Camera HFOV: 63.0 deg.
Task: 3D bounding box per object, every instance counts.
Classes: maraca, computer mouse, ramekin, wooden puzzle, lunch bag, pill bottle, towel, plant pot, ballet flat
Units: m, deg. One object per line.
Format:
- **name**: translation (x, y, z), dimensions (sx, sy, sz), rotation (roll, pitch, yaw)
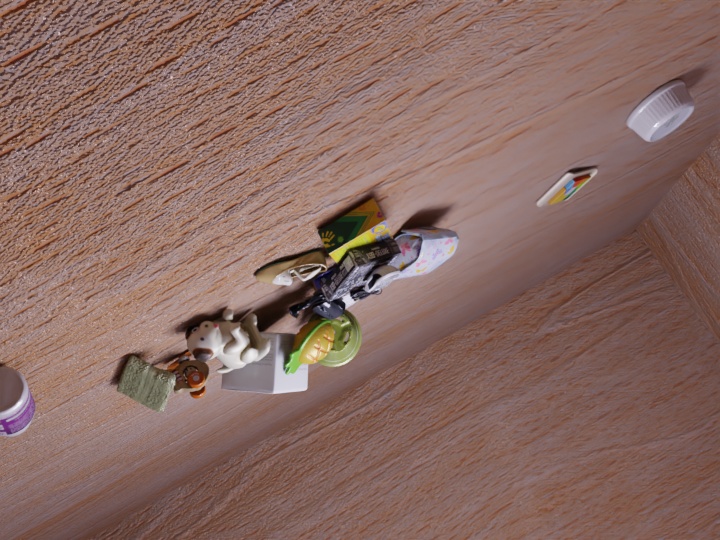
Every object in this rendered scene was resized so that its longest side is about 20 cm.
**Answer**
- **maraca**: translation (-0.151, 0.223, 1.718), dimensions (0.200, 0.106, 0.138), rotation (-44, 154, -30)
- **computer mouse**: translation (-0.123, 0.123, 1.715), dimensions (0.138, 0.047, 0.200), rotation (-23, 160, 12)
- **ramekin**: translation (0.963, -0.500, 1.876), dimensions (0.199, 0.095, 0.203), rotation (-26, 160, -10)
- **wooden puzzle**: translation (0.764, -0.302, 2.166), dimensions (0.197, 0.038, 0.185), rotation (-13, 155, -39)
- **lunch bag**: translation (0.182, -0.067, 1.784), dimensions (0.167, 0.129, 0.199), rotation (-10, 162, -39)
- **pill bottle**: translation (-0.793, 0.302, 1.313), dimensions (0.111, 0.114, 0.201), rotation (-18, 157, -29)
- **towel**: translation (-0.589, 0.313, 1.617), dimensions (0.201, 0.146, 0.037), rotation (-55, -169, 44)
- **computer mouse**: translation (0.045, 0.026, 1.573), dimensions (0.108, 0.045, 0.200), rotation (-15, 165, -29)
- **plant pot**: translation (-0.089, 0.206, 1.898), dimensions (0.197, 0.203, 0.190), rotation (-27, 172, -7)
- **ballet flat**: translation (-0.174, 0.002, 1.534), dimensions (0.197, 0.064, 0.069), rotation (-21, 159, -23)

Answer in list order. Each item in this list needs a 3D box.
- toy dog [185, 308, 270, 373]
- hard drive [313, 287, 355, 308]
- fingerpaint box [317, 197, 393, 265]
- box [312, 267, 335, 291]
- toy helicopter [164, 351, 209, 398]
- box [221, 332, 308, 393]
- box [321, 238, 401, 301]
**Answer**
- **toy dog**: translation (-0.383, 0.194, 1.616), dimensions (0.194, 0.141, 0.198), rotation (-43, 145, 23)
- **hard drive**: translation (-0.045, 0.064, 1.793), dimensions (0.138, 0.038, 0.200), rotation (-34, 159, 10)
- **fingerpaint box**: translation (-0.006, -0.088, 1.536), dimensions (0.165, 0.074, 0.200), rotation (-30, 163, 3)
- **box**: translation (-0.083, 0.047, 1.811), dimensions (0.117, 0.042, 0.201), rotation (-27, 163, -9)
- **toy helicopter**: translation (-0.534, 0.292, 1.687), dimensions (0.196, 0.134, 0.080), rotation (1, 141, -11)
- **box**: translation (-0.284, 0.277, 1.784), dimensions (0.196, 0.175, 0.198), rotation (-2, 172, 24)
- **box**: translation (0.000, 0.000, 1.580), dimensions (0.156, 0.050, 0.200), rotation (-18, 160, -34)
